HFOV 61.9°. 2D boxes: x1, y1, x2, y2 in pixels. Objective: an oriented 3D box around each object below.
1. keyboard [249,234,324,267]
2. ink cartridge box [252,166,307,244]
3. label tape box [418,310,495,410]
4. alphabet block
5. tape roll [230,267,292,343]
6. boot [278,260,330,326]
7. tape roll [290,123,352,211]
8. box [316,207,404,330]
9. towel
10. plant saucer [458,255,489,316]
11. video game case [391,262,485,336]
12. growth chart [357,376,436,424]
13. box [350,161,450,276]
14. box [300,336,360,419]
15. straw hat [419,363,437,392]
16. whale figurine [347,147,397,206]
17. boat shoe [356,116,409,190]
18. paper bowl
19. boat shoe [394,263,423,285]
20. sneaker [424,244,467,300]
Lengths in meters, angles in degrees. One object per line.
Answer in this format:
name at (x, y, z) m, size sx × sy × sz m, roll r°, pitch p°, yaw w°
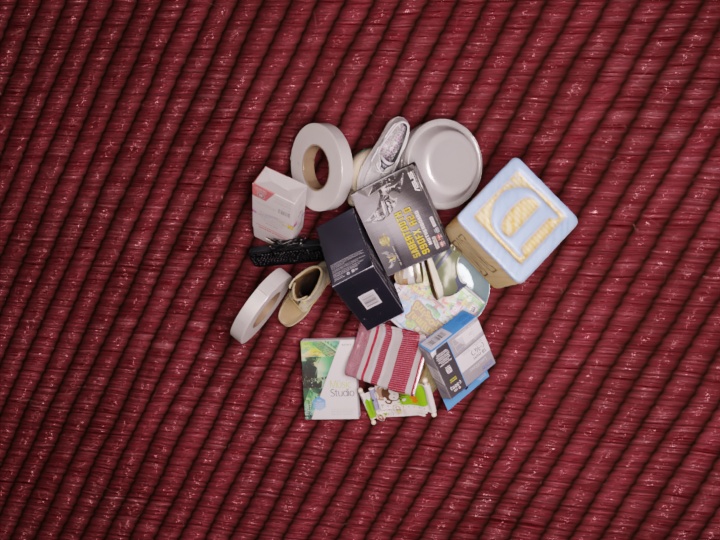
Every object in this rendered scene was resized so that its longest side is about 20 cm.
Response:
keyboard at (-0.183, -0.037, 1.482) m, size 0.195 × 0.105 × 0.040 m, roll -7°, pitch 52°, yaw 9°
ink cartridge box at (-0.199, -0.142, 1.461) m, size 0.115 × 0.202 × 0.068 m, roll 25°, pitch 55°, yaw 7°
label tape box at (0.236, 0.219, 1.392) m, size 0.143 × 0.063 × 0.203 m, roll -34°, pitch 114°, yaw -17°
alphabet block at (0.323, -0.096, 1.330) m, size 0.195 × 0.200 × 0.197 m, roll -43°, pitch 87°, yaw -5°
tape roll at (-0.238, 0.085, 1.448) m, size 0.037 × 0.203 × 0.205 m, roll 36°, pitch 99°, yaw 5°
boot at (-0.145, 0.061, 1.454) m, size 0.072 × 0.155 × 0.201 m, roll 42°, pitch 99°, yaw 3°
tape roll at (-0.094, -0.244, 1.422) m, size 0.201 × 0.037 × 0.208 m, roll 16°, pitch 111°, yaw 47°
box at (0.000, 0.000, 1.373) m, size 0.102 × 0.201 × 0.184 m, roll -25°, pitch 49°, yaw 9°
towel at (0.061, 0.203, 1.428) m, size 0.197 × 0.023 × 0.147 m, roll 11°, pitch 79°, yaw 35°
plant saucer at (0.213, 0.038, 1.457) m, size 0.196 × 0.039 × 0.206 m, roll 1°, pitch 95°, yaw 8°
video game case at (0.167, 0.082, 1.436) m, size 0.199 × 0.022 × 0.183 m, roll 40°, pitch 99°, yaw 4°
growth chart at (0.089, 0.313, 1.453) m, size 0.196 × 0.018 × 0.147 m, roll -12°, pitch 122°, yaw 25°
box at (0.089, -0.112, 1.319) m, size 0.156 × 0.048 × 0.203 m, roll -23°, pitch 101°, yaw 16°
box at (-0.076, 0.273, 1.520) m, size 0.141 × 0.036 × 0.205 m, roll -3°, pitch 92°, yaw 9°
straw hat at (0.112, 0.240, 1.463) m, size 0.196 × 0.085 × 0.206 m, roll 1°, pitch 95°, yaw 8°
whale figurine at (0.041, -0.197, 1.448) m, size 0.156 × 0.104 × 0.203 m, roll -23°, pitch 113°, yaw 1°
boat shoe at (0.054, -0.245, 1.340) m, size 0.071 × 0.069 × 0.202 m, roll 31°, pitch 101°, yaw -13°
paper bowl at (0.186, -0.241, 1.371) m, size 0.196 × 0.104 × 0.206 m, roll -2°, pitch 95°, yaw -18°
boat shoe at (0.098, -0.067, 1.400) m, size 0.067 × 0.075 × 0.205 m, roll -10°, pitch 82°, yaw 13°
sneaker at (0.190, -0.041, 1.389) m, size 0.088 × 0.067 × 0.205 m, roll -13°, pitch 87°, yaw -5°
